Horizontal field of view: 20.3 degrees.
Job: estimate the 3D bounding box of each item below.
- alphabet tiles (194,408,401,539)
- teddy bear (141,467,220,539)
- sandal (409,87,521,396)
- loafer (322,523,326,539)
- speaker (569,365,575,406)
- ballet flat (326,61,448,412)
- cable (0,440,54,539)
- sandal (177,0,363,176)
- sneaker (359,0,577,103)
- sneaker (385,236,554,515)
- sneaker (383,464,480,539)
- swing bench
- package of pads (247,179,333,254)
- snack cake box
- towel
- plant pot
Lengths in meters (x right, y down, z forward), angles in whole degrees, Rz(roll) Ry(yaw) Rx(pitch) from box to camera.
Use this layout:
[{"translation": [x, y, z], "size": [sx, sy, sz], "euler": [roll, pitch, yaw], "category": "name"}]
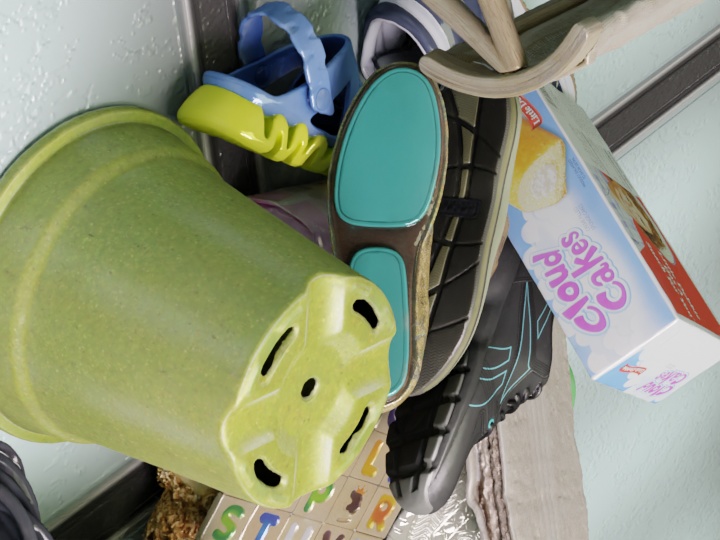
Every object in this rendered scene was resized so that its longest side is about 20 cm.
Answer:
[{"translation": [-0.018, 0.125, 1.264], "size": [0.166, 0.006, 0.201], "euler": [24, 95, -49], "category": "alphabet tiles"}, {"translation": [-0.113, 0.200, 1.275], "size": [0.145, 0.066, 0.202], "euler": [-23, 121, -56], "category": "teddy bear"}, {"translation": [0.059, -0.017, 1.216], "size": [0.057, 0.079, 0.203], "euler": [33, 75, -57], "category": "sandal"}, {"translation": [-0.043, 0.166, 1.338], "size": [0.072, 0.062, 0.202], "euler": [-76, 164, -59], "category": "loafer"}, {"translation": [0.069, 0.089, 1.412], "size": [0.199, 0.088, 0.089], "euler": [-2, 111, -52], "category": "speaker"}, {"translation": [0.013, -0.018, 1.167], "size": [0.070, 0.070, 0.202], "euler": [14, 79, -55], "category": "ballet flat"}, {"translation": [-0.245, 0.162, 1.006], "size": [0.201, 0.163, 0.051], "euler": [-53, 177, -19], "category": "cable"}, {"translation": [-0.021, -0.101, 1.202], "size": [0.199, 0.079, 0.088], "euler": [16, 93, -56], "category": "sandal"}, {"translation": [0.068, -0.131, 1.302], "size": [0.109, 0.070, 0.200], "euler": [-57, 137, -21], "category": "sneaker"}, {"translation": [0.079, 0.066, 1.243], "size": [0.079, 0.075, 0.201], "euler": [34, 62, -21], "category": "sneaker"}, {"translation": [0.035, 0.198, 1.417], "size": [0.076, 0.111, 0.201], "euler": [15, 109, -13], "category": "sneaker"}, {"translation": [0.105, -0.209, 1.171], "size": [0.198, 0.201, 0.130], "euler": [-28, 172, -40], "category": "swing bench"}, {"translation": [0.000, 0.000, 1.285], "size": [0.199, 0.075, 0.122], "euler": [-14, 120, -48], "category": "package of pads"}, {"translation": [0.142, -0.022, 1.261], "size": [0.067, 0.201, 0.115], "euler": [-36, 155, 15], "category": "snack cake box"}, {"translation": [0.109, 0.115, 1.354], "size": [0.132, 0.034, 0.202], "euler": [3, 80, -62], "category": "towel"}, {"translation": [-0.088, 0.034, 1.095], "size": [0.200, 0.183, 0.202], "euler": [-30, 132, -39], "category": "plant pot"}]
